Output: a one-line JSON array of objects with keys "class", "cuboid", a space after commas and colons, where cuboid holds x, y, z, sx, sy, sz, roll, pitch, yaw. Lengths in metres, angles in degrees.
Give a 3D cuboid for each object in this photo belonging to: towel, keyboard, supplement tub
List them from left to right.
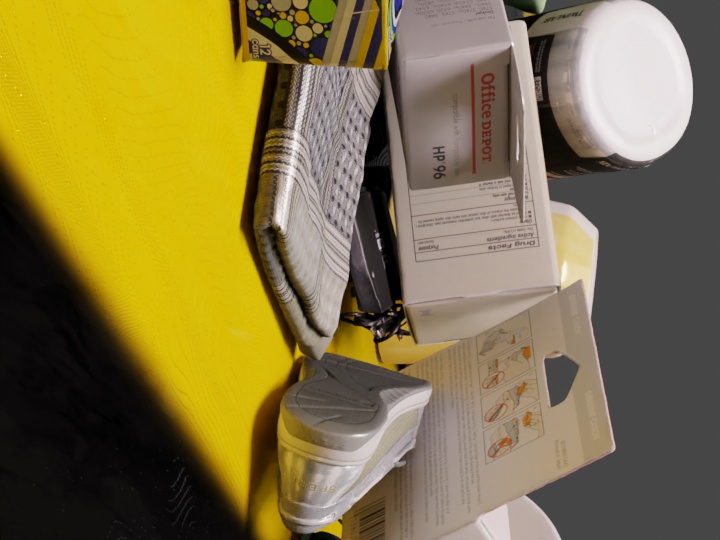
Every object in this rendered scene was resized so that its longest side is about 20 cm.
[{"class": "towel", "cuboid": [-0.017, -0.070, 1.019, 0.200, 0.035, 0.193, 75, 22, -68]}, {"class": "keyboard", "cuboid": [0.000, 0.000, 1.215, 0.200, 0.040, 0.104, -22, 98, -82]}, {"class": "supplement tub", "cuboid": [0.134, -0.127, 1.395, 0.123, 0.200, 0.123, 3, 86, -39]}]

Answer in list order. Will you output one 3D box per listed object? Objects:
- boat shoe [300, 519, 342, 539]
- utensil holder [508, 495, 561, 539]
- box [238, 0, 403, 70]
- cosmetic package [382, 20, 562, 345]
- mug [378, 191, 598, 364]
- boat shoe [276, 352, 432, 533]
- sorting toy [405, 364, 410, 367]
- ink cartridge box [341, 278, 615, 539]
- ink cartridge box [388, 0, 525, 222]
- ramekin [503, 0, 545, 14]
[{"class": "boat shoe", "cuboid": [0.001, 0.194, 1.174, 0.200, 0.069, 0.084, 20, 76, -81]}, {"class": "utensil holder", "cuboid": [0.089, 0.260, 1.490, 0.200, 0.170, 0.170, 63, 33, -69]}, {"class": "box", "cuboid": [-0.019, -0.187, 0.816, 0.064, 0.070, 0.200, -79, 170, -48]}, {"class": "cosmetic package", "cuboid": [0.072, -0.058, 1.251, 0.071, 0.105, 0.200, 72, 13, -64]}, {"class": "mug", "cuboid": [0.095, 0.015, 1.412, 0.187, 0.153, 0.149, -75, 168, -48]}, {"class": "boat shoe", "cuboid": [-0.008, 0.091, 1.065, 0.202, 0.074, 0.065, -44, 149, -78]}, {"class": "sorting toy", "cuboid": [0.090, 0.047, 1.617, 0.180, 0.107, 0.200, -85, 175, -56]}, {"class": "ink cartridge box", "cuboid": [0.072, 0.103, 1.116, 0.044, 0.174, 0.200, 57, 16, -23]}, {"class": "ink cartridge box", "cuboid": [0.051, -0.132, 1.148, 0.116, 0.068, 0.200, 83, -2, -50]}, {"class": "ramekin", "cuboid": [0.093, -0.291, 1.393, 0.200, 0.098, 0.200, 6, 90, -81]}]
